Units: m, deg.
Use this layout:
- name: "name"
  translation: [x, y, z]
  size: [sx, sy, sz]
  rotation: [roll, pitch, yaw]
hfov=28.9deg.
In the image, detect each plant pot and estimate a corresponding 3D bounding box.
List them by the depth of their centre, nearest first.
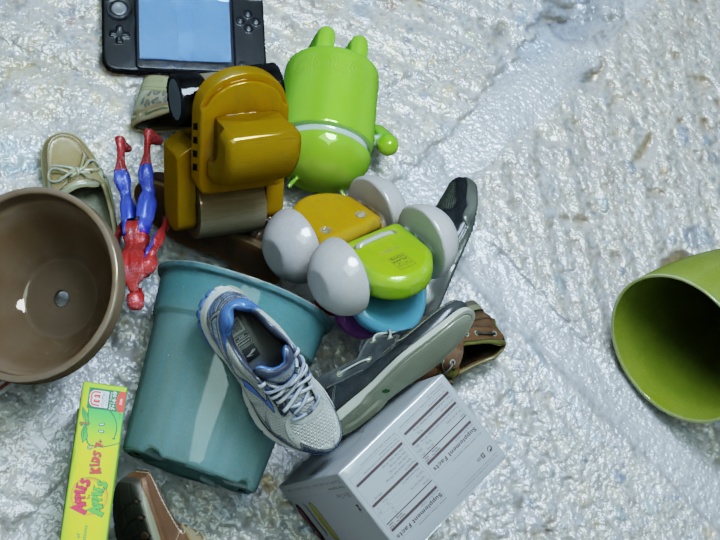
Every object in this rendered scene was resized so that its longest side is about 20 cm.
- name: "plant pot"
  translation: [-0.329, 0.023, 1.459]
  size: [0.198, 0.093, 0.204]
  rotation: [-3, 77, 12]
- name: "plant pot"
  translation: [-0.150, 0.118, 1.468]
  size: [0.198, 0.200, 0.199]
  rotation: [20, 74, -6]
- name: "plant pot"
  translation: [0.429, 0.051, 1.656]
  size: [0.199, 0.187, 0.188]
  rotation: [-30, 80, -37]

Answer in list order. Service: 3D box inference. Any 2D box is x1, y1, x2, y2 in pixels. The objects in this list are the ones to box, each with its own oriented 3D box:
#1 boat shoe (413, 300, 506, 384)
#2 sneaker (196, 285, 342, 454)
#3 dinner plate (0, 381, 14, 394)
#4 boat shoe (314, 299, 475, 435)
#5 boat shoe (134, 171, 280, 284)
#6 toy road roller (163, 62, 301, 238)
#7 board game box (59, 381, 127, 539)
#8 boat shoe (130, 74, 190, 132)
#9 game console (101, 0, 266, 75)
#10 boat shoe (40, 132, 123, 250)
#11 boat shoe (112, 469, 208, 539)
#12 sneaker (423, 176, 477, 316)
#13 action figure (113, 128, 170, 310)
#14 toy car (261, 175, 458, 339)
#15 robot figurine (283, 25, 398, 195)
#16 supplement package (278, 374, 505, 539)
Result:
- name: "boat shoe"
  translation: [0.087, 0.092, 1.563]
  size: [0.199, 0.072, 0.068]
  rotation: [-25, 59, -38]
- name: "sneaker"
  translation: [-0.084, 0.104, 1.356]
  size: [0.077, 0.085, 0.201]
  rotation: [-43, 104, -15]
- name: "dinner plate"
  translation: [-0.437, 0.052, 1.501]
  size: [0.197, 0.024, 0.203]
  rotation: [5, 68, -13]
- name: "boat shoe"
  translation: [0.028, 0.088, 1.433]
  size: [0.199, 0.072, 0.068]
  rotation: [-38, 63, 9]
- name: "boat shoe"
  translation: [-0.160, -0.056, 1.588]
  size: [0.198, 0.071, 0.071]
  rotation: [31, 46, 3]
- name: "toy road roller"
  translation: [-0.128, -0.114, 1.453]
  size: [0.121, 0.203, 0.146]
  rotation: [-9, 31, -23]
- name: "board game box"
  translation: [-0.279, 0.227, 1.435]
  size: [0.047, 0.102, 0.203]
  rotation: [9, 68, -11]
- name: "boat shoe"
  translation: [-0.179, -0.178, 1.587]
  size: [0.073, 0.198, 0.063]
  rotation: [38, 68, -47]
- name: "game console"
  translation: [-0.204, -0.330, 1.648]
  size: [0.197, 0.119, 0.175]
  rotation: [1, 70, -14]
- name: "boat shoe"
  translation: [-0.306, -0.069, 1.556]
  size: [0.072, 0.063, 0.203]
  rotation: [-12, 74, -18]
- name: "boat shoe"
  translation: [-0.193, 0.296, 1.431]
  size: [0.073, 0.075, 0.203]
  rotation: [-26, 107, -38]
- name: "sneaker"
  translation: [0.065, -0.040, 1.634]
  size: [0.113, 0.076, 0.201]
  rotation: [29, 71, -9]
- name: "action figure"
  translation: [-0.241, -0.052, 1.516]
  size: [0.064, 0.052, 0.203]
  rotation: [-8, 64, 14]
- name: "toy car"
  translation: [0.000, 0.000, 1.510]
  size: [0.174, 0.152, 0.199]
  rotation: [-23, 37, -31]
- name: "robot figurine"
  translation: [-0.039, -0.180, 1.637]
  size: [0.173, 0.116, 0.203]
  rotation: [13, 68, -17]
- name: "supplement package"
  translation: [0.029, 0.212, 1.458]
  size: [0.155, 0.200, 0.111]
  rotation: [-41, 94, -23]
